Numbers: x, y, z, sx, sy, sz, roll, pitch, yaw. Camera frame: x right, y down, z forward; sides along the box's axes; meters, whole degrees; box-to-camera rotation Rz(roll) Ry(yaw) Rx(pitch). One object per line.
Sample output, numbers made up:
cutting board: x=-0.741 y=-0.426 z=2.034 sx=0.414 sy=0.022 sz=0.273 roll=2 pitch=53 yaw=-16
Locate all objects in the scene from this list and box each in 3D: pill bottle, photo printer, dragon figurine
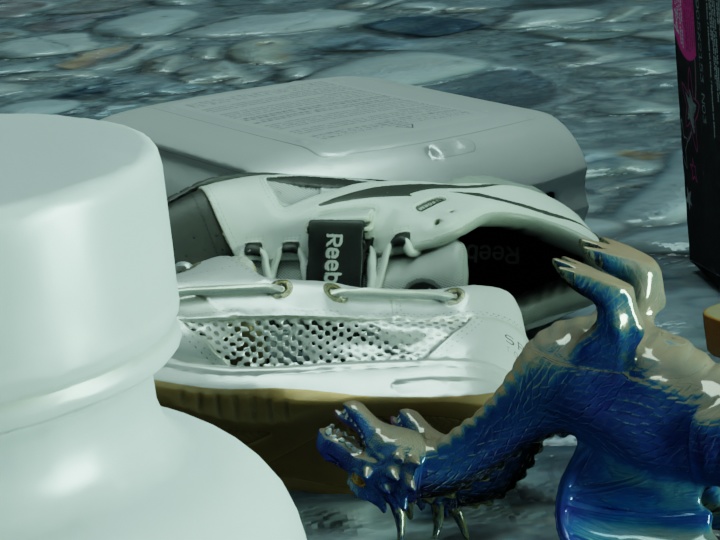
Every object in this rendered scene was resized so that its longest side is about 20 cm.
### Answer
pill bottle: x=-0.058 y=0.083 z=0.384 sx=0.112 sy=0.200 sz=0.112 roll=-4 pitch=13 yaw=1
photo printer: x=-0.010 y=-0.036 z=1.179 sx=0.166 sy=0.070 sz=0.200 roll=-12 pitch=15 yaw=-29
dragon figurine: x=0.090 y=0.055 z=0.770 sx=0.200 sy=0.100 sz=0.059 roll=19 pitch=17 yaw=13

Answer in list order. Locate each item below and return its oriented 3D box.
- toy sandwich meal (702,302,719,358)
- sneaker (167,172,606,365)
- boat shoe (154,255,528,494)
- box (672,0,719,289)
toy sandwich meal: x=0.212 y=0.014 z=0.902 sx=0.205 sy=0.070 sz=0.205 roll=-3 pitch=8 yaw=0
sneaker: x=0.000 y=0.000 z=1.009 sx=0.200 sy=0.074 sz=0.089 roll=-9 pitch=12 yaw=-18
boat shoe: x=-0.045 y=0.030 z=0.860 sx=0.200 sy=0.071 sz=0.069 roll=3 pitch=53 yaw=0
box: x=0.190 y=-0.090 z=1.050 sx=0.115 sy=0.200 sz=0.132 roll=-7 pitch=13 yaw=-4
